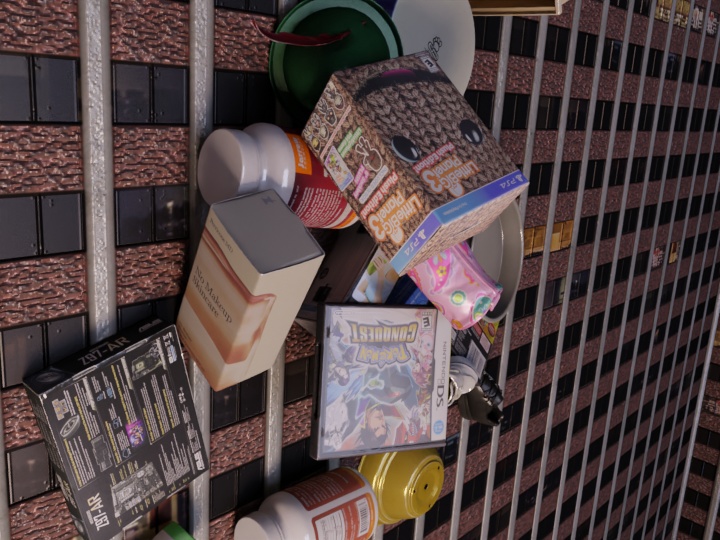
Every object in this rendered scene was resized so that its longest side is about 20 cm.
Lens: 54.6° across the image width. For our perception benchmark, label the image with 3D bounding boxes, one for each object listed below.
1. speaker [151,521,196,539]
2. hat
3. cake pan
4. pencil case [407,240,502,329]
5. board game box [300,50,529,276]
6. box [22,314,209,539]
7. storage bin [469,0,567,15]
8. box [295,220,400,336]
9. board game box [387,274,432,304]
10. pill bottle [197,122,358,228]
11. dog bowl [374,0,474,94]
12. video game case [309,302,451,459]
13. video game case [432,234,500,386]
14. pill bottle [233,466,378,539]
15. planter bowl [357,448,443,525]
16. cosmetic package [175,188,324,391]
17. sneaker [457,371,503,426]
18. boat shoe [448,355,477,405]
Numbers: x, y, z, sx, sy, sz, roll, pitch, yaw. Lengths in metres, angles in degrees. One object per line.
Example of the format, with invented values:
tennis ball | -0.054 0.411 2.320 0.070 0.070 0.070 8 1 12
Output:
speaker | -0.259 0.401 0.811 0.201 0.087 0.089 -51 134 -24
hat | -0.018 -0.220 0.779 0.195 0.176 0.169 -16 114 -10
cake pan | 0.199 -0.023 1.076 0.198 0.036 0.206 -12 105 -54
pencil case | 0.091 -0.025 0.868 0.087 0.087 0.201 -42 97 -30
board game box | 0.059 -0.125 0.776 0.158 0.202 0.097 -26 165 -39
box | -0.259 0.175 0.770 0.159 0.043 0.205 -30 123 -39
storage bin | 0.207 -0.474 0.972 0.093 0.196 0.204 -37 127 -32
box | 0.000 0.000 0.947 0.060 0.116 0.202 38 74 -26
board game box | 0.085 0.113 1.066 0.200 0.043 0.202 -47 134 -30
pill bottle | -0.086 -0.110 0.822 0.197 0.111 0.116 -1 103 -48
dog bowl | 0.073 -0.308 0.965 0.198 0.078 0.205 -19 116 -44
video game case | 0.031 0.136 0.881 0.196 0.025 0.186 3 91 -32
video game case | 0.175 0.058 1.108 0.200 0.025 0.184 50 55 -47
pill bottle | -0.076 0.358 0.984 0.197 0.111 0.115 -6 106 -47
planter bowl | 0.085 0.352 1.183 0.198 0.082 0.206 -19 115 -44
cosmetic package | -0.127 0.025 0.759 0.086 0.104 0.202 -19 148 -41
sneaker | 0.218 0.208 1.282 0.076 0.090 0.202 -45 131 -25
boat shoe | 0.117 0.164 1.015 0.072 0.066 0.198 -48 141 16
